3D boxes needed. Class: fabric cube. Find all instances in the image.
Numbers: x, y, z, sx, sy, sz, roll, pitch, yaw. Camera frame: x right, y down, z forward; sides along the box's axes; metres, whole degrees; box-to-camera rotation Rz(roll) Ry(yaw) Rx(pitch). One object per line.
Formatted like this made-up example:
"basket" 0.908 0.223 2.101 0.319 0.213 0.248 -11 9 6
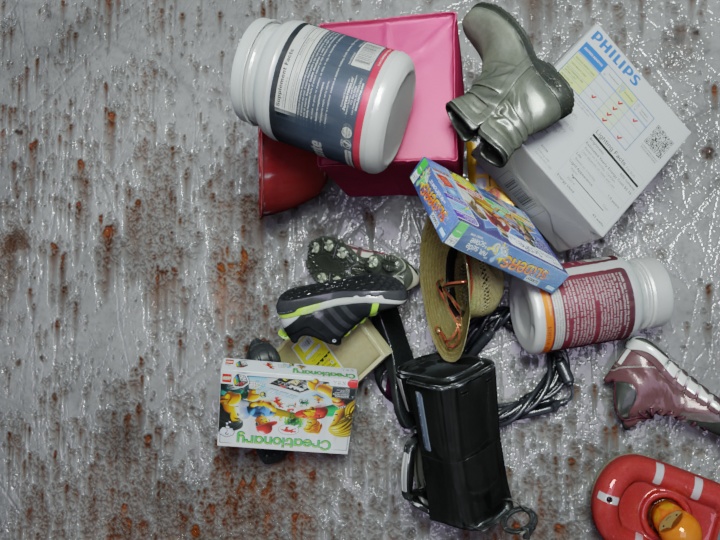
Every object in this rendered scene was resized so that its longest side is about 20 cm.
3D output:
"fabric cube" 0.052 -0.227 0.910 0.193 0.199 0.203 0 84 11

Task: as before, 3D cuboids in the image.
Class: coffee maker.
"coffee maker" 0.143 0.225 0.851 0.187 0.134 0.207 -3 102 30

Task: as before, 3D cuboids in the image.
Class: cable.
"cable" 0.209 0.139 0.927 0.194 0.051 0.168 -14 83 10

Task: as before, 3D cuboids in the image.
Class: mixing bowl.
"mixing bowl" -0.102 -0.183 0.955 0.105 0.200 0.207 -1 85 -10

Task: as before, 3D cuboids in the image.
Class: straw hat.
"straw hat" 0.148 0.016 0.855 0.082 0.201 0.208 -4 84 -12

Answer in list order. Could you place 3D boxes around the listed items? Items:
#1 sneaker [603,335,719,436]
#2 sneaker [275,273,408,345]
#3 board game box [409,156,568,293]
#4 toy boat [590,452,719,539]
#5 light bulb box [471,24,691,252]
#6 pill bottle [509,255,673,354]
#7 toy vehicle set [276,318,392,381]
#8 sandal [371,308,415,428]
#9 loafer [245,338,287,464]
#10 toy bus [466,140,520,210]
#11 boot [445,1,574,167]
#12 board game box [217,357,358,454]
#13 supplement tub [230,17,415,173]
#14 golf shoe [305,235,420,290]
"sneaker" 0.428 0.197 0.876 0.200 0.075 0.116 44 100 21
"sneaker" -0.025 0.060 0.883 0.194 0.072 0.085 -7 109 14
"board game box" 0.162 -0.056 0.792 0.035 0.196 0.137 -51 35 27
"toy boat" 0.408 0.331 0.832 0.194 0.131 0.134 18 89 11
"light bulb box" 0.294 -0.173 0.855 0.200 0.125 0.199 -44 92 -12
"pill bottle" 0.315 0.044 0.868 0.193 0.114 0.118 -8 84 -4
"toy vehicle set" -0.057 0.135 0.955 0.200 0.026 0.125 -45 77 27
"sandal" 0.047 0.138 0.957 0.047 0.074 0.207 -22 73 33
"loafer" -0.143 0.202 0.968 0.066 0.070 0.207 -10 113 -19
"toy bus" 0.199 -0.143 0.942 0.076 0.065 0.207 -3 85 10
"boot" 0.153 -0.230 0.761 0.129 0.068 0.202 -31 67 -8
"board game box" -0.106 0.197 0.906 0.193 0.035 0.130 5 112 -7
"supplement tub" -0.042 -0.212 0.755 0.195 0.140 0.144 20 90 12
"golf shoe" 0.000 0.000 0.971 0.196 0.087 0.080 17 96 34
